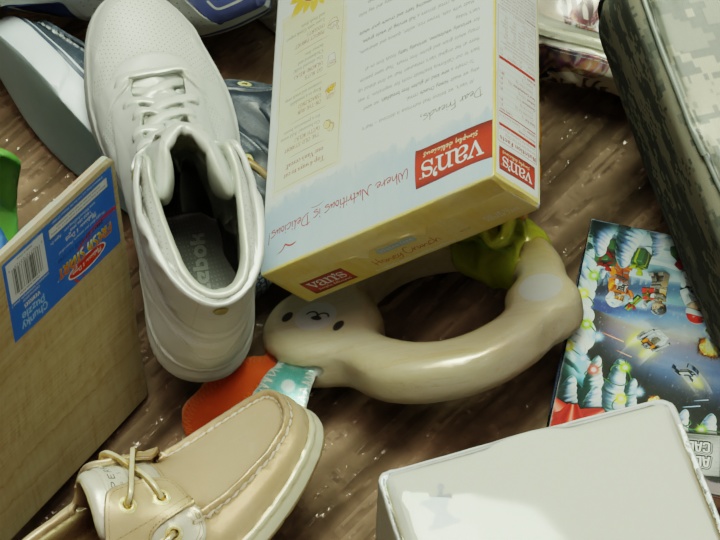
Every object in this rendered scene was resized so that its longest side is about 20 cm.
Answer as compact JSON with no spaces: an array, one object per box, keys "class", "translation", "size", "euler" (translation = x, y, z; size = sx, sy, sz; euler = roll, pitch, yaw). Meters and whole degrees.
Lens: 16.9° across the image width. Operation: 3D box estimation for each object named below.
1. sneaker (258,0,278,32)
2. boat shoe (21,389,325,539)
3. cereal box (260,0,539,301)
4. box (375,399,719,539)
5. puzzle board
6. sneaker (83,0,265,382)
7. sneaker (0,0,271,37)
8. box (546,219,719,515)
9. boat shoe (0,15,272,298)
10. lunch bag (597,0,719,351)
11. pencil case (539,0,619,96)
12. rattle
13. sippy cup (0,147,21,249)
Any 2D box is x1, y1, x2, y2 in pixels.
[{"class":"sneaker","translation":[-0.044,-0.187,1.296],"size":[0.200,0.074,0.082],"euler":[36,66,15]},{"class":"boat shoe","translation":[-0.105,0.118,1.091],"size":[0.200,0.069,0.074],"euler":[-41,31,-7]},{"class":"cereal box","translation":[0.019,-0.098,1.140],"size":[0.144,0.039,0.201],"euler":[-22,53,37]},{"class":"box","translation":[0.080,0.159,1.027],"size":[0.127,0.200,0.109],"euler":[-14,61,-9]},{"class":"puzzle board","translation":[-0.166,0.060,1.085],"size":[0.017,0.151,0.200],"euler":[20,46,25]},{"class":"sneaker","translation":[-0.082,-0.060,1.130],"size":[0.073,0.116,0.201],"euler":[-12,71,-13]},{"class":"sneaker","translation":[-0.148,-0.159,1.228],"size":[0.199,0.115,0.081],"euler":[4,97,22]},{"class":"box","translation":[0.195,0.059,1.178],"size":[0.199,0.040,0.137],"euler":[11,62,5]},{"class":"boat shoe","translation":[-0.096,-0.076,1.237],"size":[0.200,0.071,0.091],"euler":[42,67,12]},{"class":"lunch bag","translation":[0.221,-0.071,1.127],"size":[0.167,0.139,0.201],"euler":[-20,82,-3]},{"class":"pencil case","translation":[0.172,-0.112,1.248],"size":[0.199,0.078,0.089],"euler":[19,17,8]},{"class":"rattle","translation":[0.000,0.000,1.148],"size":[0.199,0.143,0.130],"euler":[-16,53,-7]},{"class":"sippy cup","translation":[-0.207,0.028,1.137],"size":[0.139,0.130,0.178],"euler":[-18,63,-10]}]
